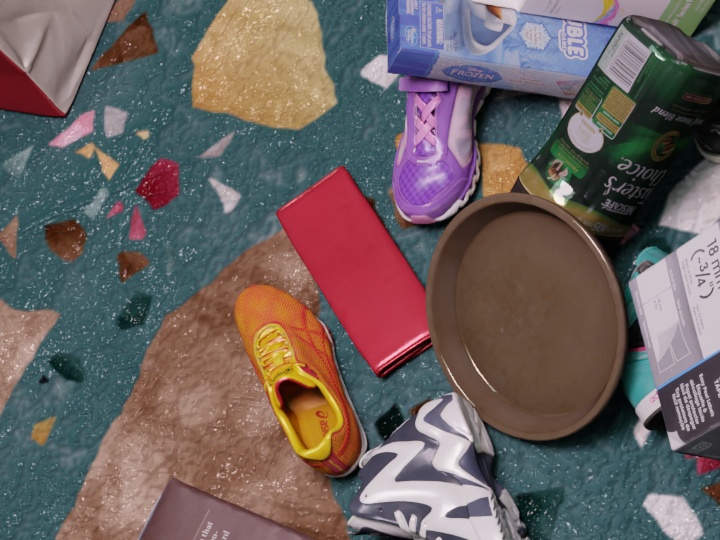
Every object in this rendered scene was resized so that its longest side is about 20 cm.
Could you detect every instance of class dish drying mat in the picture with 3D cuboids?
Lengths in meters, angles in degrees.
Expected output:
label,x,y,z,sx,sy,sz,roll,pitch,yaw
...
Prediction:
label,x,y,z,sx,sy,sz,roll,pitch,yaw
dish drying mat,0.000,0.000,1.771,0.077,0.018,0.200,-35,56,4

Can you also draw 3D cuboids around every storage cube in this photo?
label,x,y,z,sx,sy,sz,roll,pitch,yaw
storage cube,-0.363,-0.268,1.974,0.180,0.171,0.200,10,70,26

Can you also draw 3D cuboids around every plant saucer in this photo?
label,x,y,z,sx,sy,sz,roll,pitch,yaw
plant saucer,0.135,0.035,1.628,0.200,0.029,0.200,12,108,40

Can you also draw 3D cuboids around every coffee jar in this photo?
label,x,y,z,sx,sy,sz,roll,pitch,yaw
coffee jar,0.203,-0.101,1.640,0.085,0.104,0.200,47,117,31

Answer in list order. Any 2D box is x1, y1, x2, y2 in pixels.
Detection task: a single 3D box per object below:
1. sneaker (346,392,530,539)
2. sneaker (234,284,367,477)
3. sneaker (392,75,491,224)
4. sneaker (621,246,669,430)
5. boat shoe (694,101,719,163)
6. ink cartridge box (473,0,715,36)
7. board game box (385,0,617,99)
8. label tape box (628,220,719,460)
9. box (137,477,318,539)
label,x,y,z,sx,sy,sz,roll,pitch,yaw
sneaker,0.055,0.205,1.611,0.130,0.079,0.199,-29,62,15
sneaker,-0.054,0.082,1.720,0.073,0.077,0.200,-37,55,6
sneaker,0.065,-0.140,1.767,0.080,0.088,0.200,6,70,25
sneaker,0.273,0.021,1.597,0.200,0.084,0.121,-37,64,11
boat shoe,0.361,-0.133,1.643,0.199,0.066,0.075,-3,64,23
ink cartridge box,0.194,-0.274,1.726,0.200,0.067,0.117,6,63,-12
board game box,0.122,-0.250,1.757,0.199,0.043,0.200,7,63,-15
label tape box,0.294,0.027,1.451,0.200,0.063,0.144,-37,51,38
box,-0.071,0.286,1.573,0.200,0.166,0.164,18,75,30
